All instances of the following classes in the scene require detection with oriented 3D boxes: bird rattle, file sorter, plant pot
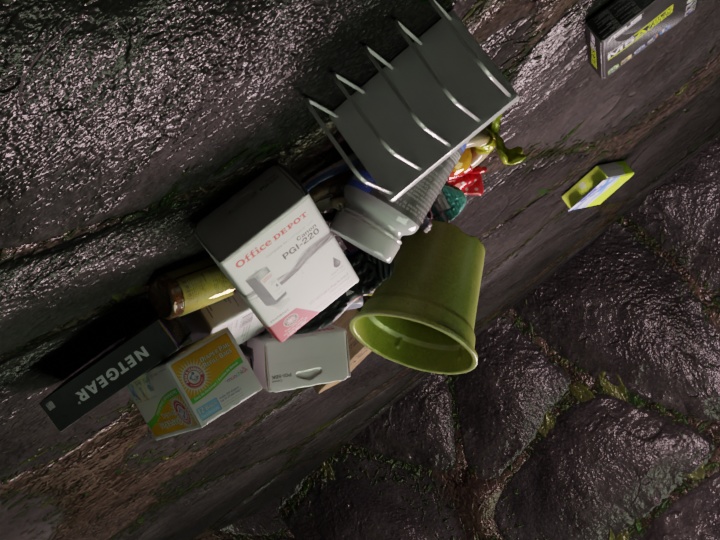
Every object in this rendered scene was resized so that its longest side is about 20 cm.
[{"bbox_3d":[0.155,-0.184,1.775,0.163,0.113,0.200,-8,165,-38],"label":"bird rattle"},{"bbox_3d":[0.055,-0.203,1.319,0.200,0.139,0.124,-39,163,15],"label":"file sorter"},{"bbox_3d":[0.106,0.032,1.716,0.200,0.200,0.185,109,1,-67],"label":"plant pot"}]

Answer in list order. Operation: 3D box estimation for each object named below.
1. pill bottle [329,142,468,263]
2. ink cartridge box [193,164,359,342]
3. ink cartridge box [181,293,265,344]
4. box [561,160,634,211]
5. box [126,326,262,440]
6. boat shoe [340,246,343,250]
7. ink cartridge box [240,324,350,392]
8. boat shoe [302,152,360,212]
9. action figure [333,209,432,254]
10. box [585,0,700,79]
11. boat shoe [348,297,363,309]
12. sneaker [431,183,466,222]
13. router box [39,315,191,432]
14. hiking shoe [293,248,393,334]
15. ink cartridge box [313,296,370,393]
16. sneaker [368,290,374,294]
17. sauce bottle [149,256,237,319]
[{"bbox_3d":[0.048,-0.118,1.490,0.200,0.114,0.114,-60,166,-3],"label":"pill bottle"},{"bbox_3d":[-0.106,-0.020,1.479,0.146,0.085,0.200,-39,139,-7],"label":"ink cartridge box"},{"bbox_3d":[-0.164,0.038,1.706,0.200,0.084,0.144,-28,164,-22],"label":"ink cartridge box"},{"bbox_3d":[0.564,-0.202,2.687,0.122,0.048,0.200,-45,163,31],"label":"box"},{"bbox_3d":[-0.243,0.164,1.611,0.112,0.102,0.200,-31,-177,-32],"label":"box"},{"bbox_3d":[-0.101,-0.032,1.601,0.202,0.074,0.065,4,118,-58],"label":"boat shoe"},{"bbox_3d":[-0.123,0.127,1.833,0.146,0.083,0.200,-8,-170,-26],"label":"ink cartridge box"},{"bbox_3d":[-0.017,-0.113,1.572,0.200,0.072,0.072,-35,167,1],"label":"boat shoe"},{"bbox_3d":[0.058,-0.091,1.701,0.200,0.134,0.149,-37,167,19],"label":"action figure"},{"bbox_3d":[0.445,-0.400,1.762,0.200,0.048,0.193,-37,168,5],"label":"box"},{"bbox_3d":[-0.098,0.026,1.850,0.201,0.086,0.075,-7,166,8],"label":"boat shoe"},{"bbox_3d":[0.092,-0.108,1.791,0.200,0.078,0.091,-9,-162,41],"label":"sneaker"},{"bbox_3d":[-0.340,0.135,1.582,0.200,0.052,0.157,-35,-174,0],"label":"router box"},{"bbox_3d":[-0.039,0.030,1.617,0.200,0.075,0.087,-27,-174,6],"label":"hiking shoe"},{"bbox_3d":[-0.052,0.094,1.982,0.075,0.165,0.200,-23,162,-46],"label":"ink cartridge box"},{"bbox_3d":[0.000,0.000,1.789,0.074,0.085,0.200,-15,175,33],"label":"sneaker"},{"bbox_3d":[-0.199,0.010,1.573,0.200,0.066,0.066,-21,160,-40],"label":"sauce bottle"}]
